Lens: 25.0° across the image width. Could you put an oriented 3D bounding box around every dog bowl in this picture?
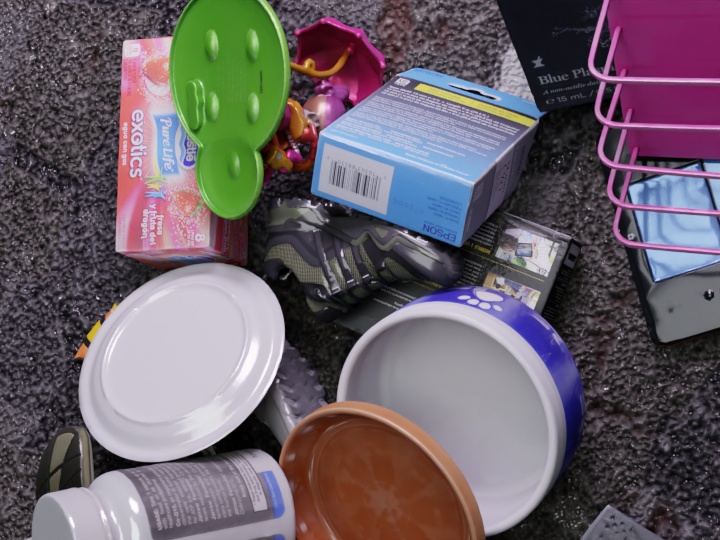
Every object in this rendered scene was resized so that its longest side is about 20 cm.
[{"bbox_3d":[0.084,0.117,1.359,0.199,0.079,0.202,9,110,25],"label":"dog bowl"}]

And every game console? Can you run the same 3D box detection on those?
[{"bbox_3d":[0.307,-0.052,1.383,0.176,0.031,0.201,-17,76,14],"label":"game console"}]

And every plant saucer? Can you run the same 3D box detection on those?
[{"bbox_3d":[0.019,0.199,1.353,0.199,0.032,0.202,17,122,29],"label":"plant saucer"}]

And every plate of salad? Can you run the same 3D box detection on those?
[{"bbox_3d":[-0.154,0.082,1.420,0.199,0.048,0.201,-13,51,16],"label":"plate of salad"}]

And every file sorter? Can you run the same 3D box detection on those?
[{"bbox_3d":[0.260,-0.121,1.273,0.138,0.201,0.126,4,52,21],"label":"file sorter"}]

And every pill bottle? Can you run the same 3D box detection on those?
[{"bbox_3d":[-0.164,0.218,1.353,0.114,0.199,0.115,12,104,56],"label":"pill bottle"}]

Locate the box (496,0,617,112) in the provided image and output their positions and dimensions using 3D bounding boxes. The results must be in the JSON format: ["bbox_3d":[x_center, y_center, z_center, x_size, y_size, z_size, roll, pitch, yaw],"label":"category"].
[{"bbox_3d":[0.214,-0.251,1.341,0.195,0.200,0.118,-11,53,16],"label":"box"}]

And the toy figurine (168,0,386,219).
[{"bbox_3d":[-0.053,-0.152,1.440,0.149,0.183,0.202,5,99,43],"label":"toy figurine"}]

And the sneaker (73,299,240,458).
[{"bbox_3d":[-0.190,0.125,1.496,0.090,0.070,0.200,-43,67,12],"label":"sneaker"}]

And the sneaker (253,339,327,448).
[{"bbox_3d":[-0.099,0.095,1.476,0.082,0.075,0.201,-43,64,21],"label":"sneaker"}]

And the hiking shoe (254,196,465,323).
[{"bbox_3d":[0.000,0.000,1.403,0.199,0.076,0.101,15,96,33],"label":"hiking shoe"}]

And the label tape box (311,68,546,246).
[{"bbox_3d":[0.065,-0.105,1.410,0.142,0.200,0.067,20,119,18],"label":"label tape box"}]

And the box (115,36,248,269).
[{"bbox_3d":[-0.161,-0.107,1.504,0.094,0.103,0.202,-2,79,17],"label":"box"}]

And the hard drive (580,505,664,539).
[{"bbox_3d":[0.208,0.313,1.348,0.134,0.042,0.201,31,91,19],"label":"hard drive"}]

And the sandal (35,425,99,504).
[{"bbox_3d":[-0.234,0.234,1.425,0.079,0.057,0.202,-11,94,46],"label":"sandal"}]

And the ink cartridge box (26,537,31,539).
[{"bbox_3d":[-0.225,0.279,1.478,0.199,0.067,0.117,-23,75,13],"label":"ink cartridge box"}]

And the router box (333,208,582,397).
[{"bbox_3d":[0.075,0.008,1.435,0.199,0.051,0.150,23,90,20],"label":"router box"}]
